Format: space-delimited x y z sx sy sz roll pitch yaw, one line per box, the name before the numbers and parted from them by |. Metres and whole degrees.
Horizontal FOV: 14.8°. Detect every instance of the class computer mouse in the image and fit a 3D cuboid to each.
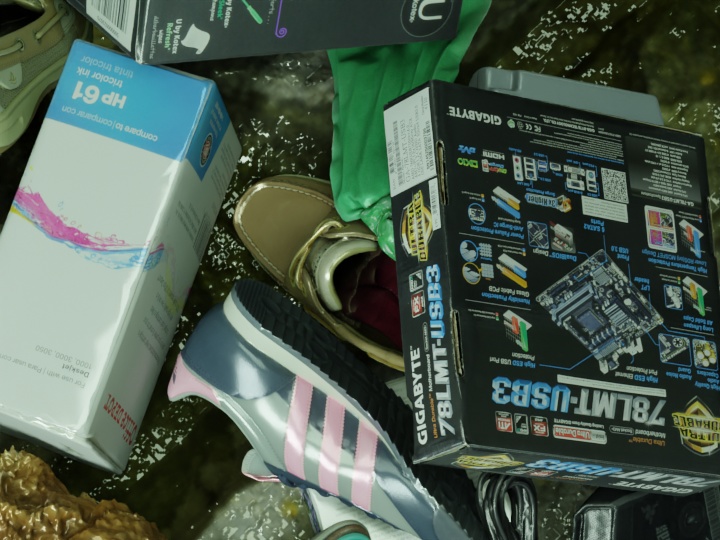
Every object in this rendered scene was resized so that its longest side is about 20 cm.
computer mouse | 0.139 0.121 1.534 0.200 0.046 0.141 -30 114 -28

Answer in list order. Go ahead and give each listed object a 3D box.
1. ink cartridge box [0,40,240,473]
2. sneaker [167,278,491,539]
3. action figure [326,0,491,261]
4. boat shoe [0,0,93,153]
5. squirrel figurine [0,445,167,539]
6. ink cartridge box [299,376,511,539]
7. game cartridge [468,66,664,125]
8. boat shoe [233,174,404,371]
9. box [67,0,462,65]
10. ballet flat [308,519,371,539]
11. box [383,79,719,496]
ink cartridge box | -0.141 -0.003 1.496 0.084 0.145 0.201 17 79 7
sneaker | -0.017 0.097 1.506 0.200 0.070 0.082 44 109 -3
action figure | 0.023 -0.085 1.531 0.118 0.055 0.200 -18 44 25
boat shoe | -0.198 -0.126 1.504 0.073 0.201 0.063 -4 119 18
squirrel figurine | -0.198 0.198 1.480 0.186 0.142 0.201 7 69 18
ink cartridge box | 0.036 0.161 1.550 0.109 0.050 0.201 -16 84 -8
game cartridge | 0.119 -0.007 1.566 0.133 0.041 0.201 10 77 -33
boat shoe | 0.000 0.000 1.521 0.200 0.066 0.074 31 95 32
box | -0.051 -0.186 1.485 0.199 0.122 0.106 -7 121 -30
ballet flat | -0.060 0.216 1.507 0.067 0.064 0.201 20 97 -45
box | 0.108 0.012 1.471 0.199 0.050 0.199 8 70 -36
